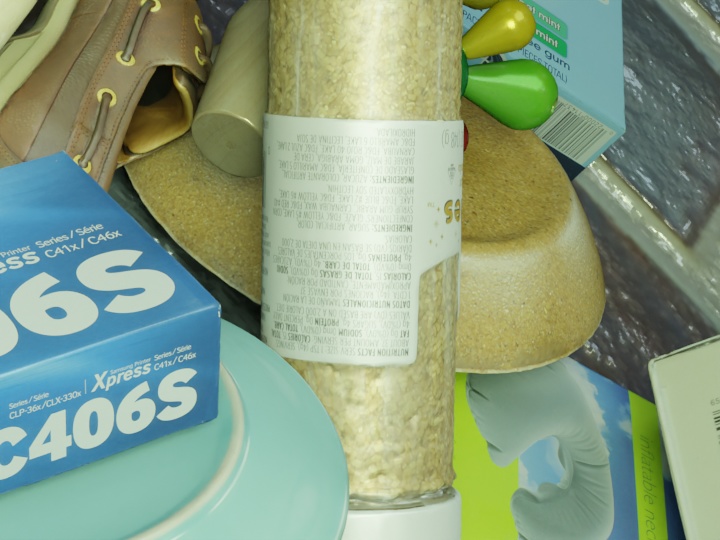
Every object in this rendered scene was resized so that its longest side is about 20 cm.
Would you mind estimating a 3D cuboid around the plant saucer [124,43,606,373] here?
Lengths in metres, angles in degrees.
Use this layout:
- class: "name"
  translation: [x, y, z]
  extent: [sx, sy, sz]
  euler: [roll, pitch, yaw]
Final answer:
- class: "plant saucer"
  translation: [0.008, -0.038, 0.916]
  extent: [0.200, 0.036, 0.200]
  euler: [18, 30, -11]

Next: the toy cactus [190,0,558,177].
- class: "toy cactus"
  translation: [-0.019, -0.100, 0.855]
  extent: [0.200, 0.102, 0.165]
  euler: [50, 48, -25]

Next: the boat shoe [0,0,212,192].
- class: "boat shoe"
  translation: [-0.087, -0.069, 0.861]
  extent: [0.067, 0.072, 0.200]
  euler: [26, 43, 4]

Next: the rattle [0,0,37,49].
- class: "rattle"
  translation: [-0.156, -0.100, 0.721]
  extent: [0.143, 0.200, 0.130]
  euler: [46, 36, -2]

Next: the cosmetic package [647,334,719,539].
- class: "cosmetic package"
  translation: [0.190, 0.094, 0.936]
  extent: [0.200, 0.073, 0.104]
  euler: [33, 42, -56]

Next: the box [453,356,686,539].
- class: "box"
  translation: [0.077, 0.094, 0.911]
  extent: [0.200, 0.048, 0.122]
  euler: [28, 41, -24]

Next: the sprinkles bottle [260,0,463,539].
- class: "sprinkles bottle"
  translation: [0.000, 0.000, 0.777]
  extent: [0.068, 0.068, 0.201]
  euler: [-6, 99, -48]

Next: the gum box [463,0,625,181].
- class: "gum box"
  translation: [0.045, -0.158, 1.111]
  extent: [0.170, 0.045, 0.200]
  euler: [30, 39, -21]

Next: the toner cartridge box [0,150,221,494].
- class: "toner cartridge box"
  translation: [-0.146, 0.030, 0.659]
  extent: [0.200, 0.043, 0.095]
  euler: [-19, 39, -30]

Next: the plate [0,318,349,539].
- class: "plate"
  translation: [-0.101, 0.051, 0.695]
  extent: [0.199, 0.026, 0.200]
  euler: [4, 35, -2]
